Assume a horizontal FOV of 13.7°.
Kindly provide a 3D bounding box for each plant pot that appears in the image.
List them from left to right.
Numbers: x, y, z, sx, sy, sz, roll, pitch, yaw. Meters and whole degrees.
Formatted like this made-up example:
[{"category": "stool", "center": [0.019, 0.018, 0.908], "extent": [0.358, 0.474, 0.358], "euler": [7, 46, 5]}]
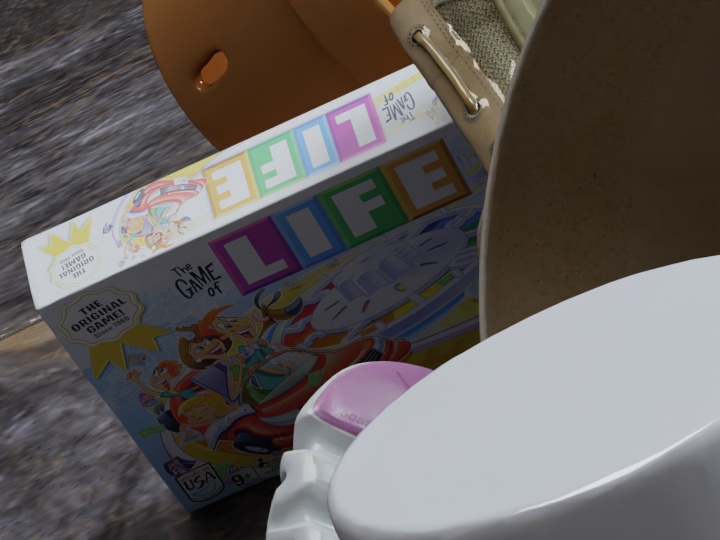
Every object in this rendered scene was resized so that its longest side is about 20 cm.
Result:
[{"category": "plant pot", "center": [-0.008, -0.131, 1.411], "extent": [0.140, 0.200, 0.200], "euler": [-35, 8, 33]}, {"category": "plant pot", "center": [0.136, 0.002, 0.779], "extent": [0.134, 0.202, 0.200], "euler": [4, 3, -25]}]

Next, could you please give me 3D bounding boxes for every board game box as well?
[{"category": "board game box", "center": [0.000, 0.000, 1.045], "extent": [0.199, 0.135, 0.034], "euler": [-24, 48, 7]}]

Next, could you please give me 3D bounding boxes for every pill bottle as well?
[{"category": "pill bottle", "center": [0.071, 0.104, 0.459], "extent": [0.111, 0.201, 0.111], "euler": [-24, 15, 7]}]

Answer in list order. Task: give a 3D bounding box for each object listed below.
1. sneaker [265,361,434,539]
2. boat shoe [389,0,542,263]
[{"category": "sneaker", "center": [-0.011, 0.123, 0.779], "extent": [0.089, 0.080, 0.201], "euler": [106, -172, -51]}, {"category": "boat shoe", "center": [0.071, -0.014, 0.932], "extent": [0.064, 0.201, 0.071], "euler": [-32, -27, 16]}]
